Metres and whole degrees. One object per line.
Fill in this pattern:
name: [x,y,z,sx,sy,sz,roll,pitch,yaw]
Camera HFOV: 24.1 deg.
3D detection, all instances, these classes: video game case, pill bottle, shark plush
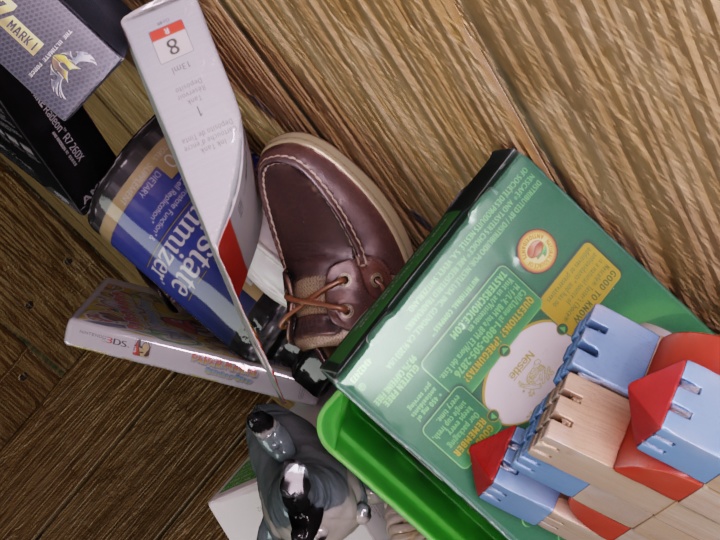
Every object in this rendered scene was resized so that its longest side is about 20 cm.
video game case: [-0.116,0.049,1.249,0.180,0.023,0.200,14,-172,-3]
pill bottle: [-0.077,-0.012,1.134,0.199,0.112,0.112,40,172,5]
shark plush: [-0.043,0.112,0.887,0.084,0.090,0.200,60,-171,3]

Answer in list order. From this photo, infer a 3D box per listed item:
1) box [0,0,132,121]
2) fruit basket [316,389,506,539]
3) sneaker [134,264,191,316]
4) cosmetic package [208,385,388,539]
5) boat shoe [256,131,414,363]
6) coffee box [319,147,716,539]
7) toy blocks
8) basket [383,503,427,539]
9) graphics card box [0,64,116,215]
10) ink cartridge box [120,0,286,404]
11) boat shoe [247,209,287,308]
box: [-0.198,-0.167,0.932,0.158,0.051,0.200,44,-173,-13]
fruit basket: [0.094,0.091,0.828,0.215,0.156,0.216,40,-170,-8]
sneaker: [-0.092,0.008,1.279,0.075,0.106,0.200,32,168,47]
cosmetic package: [-0.006,0.130,1.169,0.085,0.107,0.200,58,-150,-10]
boat shoe: [-0.008,0.021,0.946,0.072,0.072,0.202,-11,113,37]
coffee box: [0.094,0.062,0.694,0.200,0.123,0.044,41,174,-11]
toy blocks: [0.118,0.068,0.594,0.136,0.101,0.200,26,158,0]
basket: [0.095,0.197,1.040,0.124,0.134,0.202,-87,-19,-63]
graphics card box: [-0.245,-0.130,1.136,0.125,0.051,0.201,34,164,28]
ink cartridge box: [-0.066,-0.034,0.923,0.162,0.050,0.202,92,152,-80]
boat shoe: [0.000,0.000,1.024,0.199,0.071,0.070,34,151,10]
